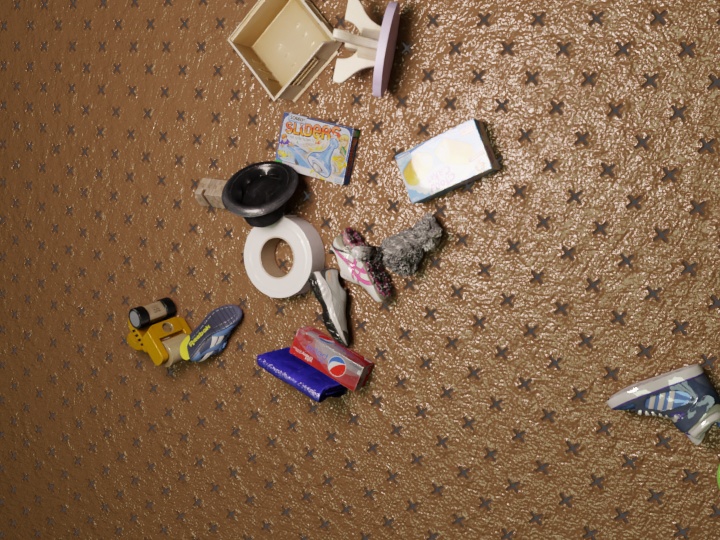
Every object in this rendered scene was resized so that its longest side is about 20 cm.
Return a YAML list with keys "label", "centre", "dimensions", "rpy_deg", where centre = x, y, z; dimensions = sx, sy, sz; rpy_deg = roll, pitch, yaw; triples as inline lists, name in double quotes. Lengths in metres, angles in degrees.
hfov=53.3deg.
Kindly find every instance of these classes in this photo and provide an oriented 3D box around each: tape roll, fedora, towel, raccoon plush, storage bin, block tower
- label: "tape roll"
  centre: [-0.190, -0.036, 1.782]
  dimensions: [0.201, 0.071, 0.205]
  rpy_deg: [3, 97, 27]
- label: "fedora"
  centre: [-0.233, -0.172, 1.717]
  dimensions: [0.199, 0.201, 0.092]
  rpy_deg: [17, 139, 24]
- label: "towel"
  centre: [-0.140, 0.248, 1.746]
  dimensions: [0.199, 0.147, 0.050]
  rpy_deg: [26, 98, 22]
- label: "raccoon plush"
  centre: [0.094, -0.061, 1.578]
  dimensions: [0.097, 0.199, 0.134]
  rpy_deg: [54, 128, 26]
- label: "storage bin"
  centre: [-0.176, -0.542, 1.707]
  dimensions: [0.198, 0.094, 0.201]
  rpy_deg: [-43, 76, 24]
- label: "block tower"
  centre: [-0.331, -0.192, 1.832]
  dimensions: [0.198, 0.054, 0.058]
  rpy_deg: [7, 60, 25]

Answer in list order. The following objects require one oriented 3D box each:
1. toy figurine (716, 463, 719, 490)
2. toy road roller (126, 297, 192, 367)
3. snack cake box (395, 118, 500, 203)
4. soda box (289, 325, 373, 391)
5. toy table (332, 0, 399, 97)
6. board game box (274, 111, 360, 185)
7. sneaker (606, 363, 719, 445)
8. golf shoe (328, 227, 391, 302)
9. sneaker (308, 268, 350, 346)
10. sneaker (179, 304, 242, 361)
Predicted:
- label: "toy figurine"
  centre: [0.749, 0.396, 1.297]
  dimensions: [0.150, 0.184, 0.200]
  rpy_deg: [47, 112, 14]
- label: "toy road roller"
  centre: [-0.556, 0.184, 1.965]
  dimensions: [0.201, 0.122, 0.146]
  rpy_deg: [54, 129, 12]
- label: "snack cake box"
  centre: [0.189, -0.236, 1.573]
  dimensions: [0.199, 0.067, 0.116]
  rpy_deg: [-22, 85, 27]
- label: "soda box"
  centre: [-0.072, 0.213, 1.753]
  dimensions: [0.199, 0.063, 0.071]
  rpy_deg: [29, 106, 22]
- label: "toy table"
  centre: [0.012, -0.495, 1.583]
  dimensions: [0.116, 0.184, 0.202]
  rpy_deg: [13, 89, 8]
- label: "board game box"
  centre: [-0.107, -0.295, 1.731]
  dimensions: [0.198, 0.034, 0.137]
  rpy_deg: [17, 103, 24]
- label: "sneaker"
  centre: [0.606, 0.284, 1.413]
  dimensions: [0.199, 0.080, 0.148]
  rpy_deg: [-26, 80, 21]
- label: "golf shoe"
  centre: [0.000, 0.000, 1.694]
  dimensions: [0.092, 0.072, 0.201]
  rpy_deg: [-45, 66, 29]
- label: "sneaker"
  centre: [-0.056, 0.090, 1.727]
  dimensions: [0.074, 0.079, 0.202]
  rpy_deg: [11, 121, 63]
- label: "sneaker"
  centre: [-0.386, 0.168, 1.906]
  dimensions: [0.200, 0.082, 0.074]
  rpy_deg: [-40, 53, 6]
